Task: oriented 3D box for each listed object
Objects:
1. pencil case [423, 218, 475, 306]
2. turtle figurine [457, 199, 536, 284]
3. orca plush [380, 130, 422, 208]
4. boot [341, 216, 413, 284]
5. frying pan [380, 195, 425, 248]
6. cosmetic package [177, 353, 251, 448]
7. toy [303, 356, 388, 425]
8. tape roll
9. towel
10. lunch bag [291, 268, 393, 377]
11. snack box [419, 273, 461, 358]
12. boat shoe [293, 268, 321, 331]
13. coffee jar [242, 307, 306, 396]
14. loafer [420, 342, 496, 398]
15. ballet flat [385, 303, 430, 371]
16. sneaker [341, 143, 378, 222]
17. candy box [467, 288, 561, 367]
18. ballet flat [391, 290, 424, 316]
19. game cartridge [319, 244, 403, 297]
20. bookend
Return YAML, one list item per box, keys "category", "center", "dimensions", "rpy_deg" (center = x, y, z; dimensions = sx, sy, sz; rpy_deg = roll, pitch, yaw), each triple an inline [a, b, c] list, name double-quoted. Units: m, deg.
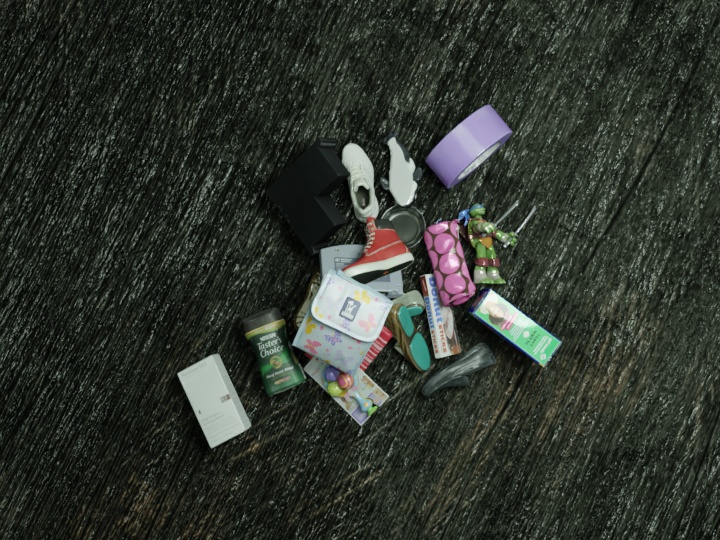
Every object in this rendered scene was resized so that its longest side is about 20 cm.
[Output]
- category: "pencil case"
  center: [0.215, -0.018, 1.597]
  dimensions: [0.093, 0.091, 0.202]
  rpy_deg: [-18, 76, 15]
- category: "turtle figurine"
  center: [0.329, -0.067, 1.595]
  dimensions: [0.198, 0.144, 0.196]
  rpy_deg: [-2, 88, 7]
- category: "orca plush"
  center: [0.099, -0.239, 1.664]
  dimensions: [0.105, 0.071, 0.201]
  rpy_deg: [-31, 66, 11]
- category: "boot"
  center: [0.015, -0.052, 1.583]
  dimensions: [0.199, 0.072, 0.145]
  rpy_deg: [-19, 72, -34]
- category: "frying pan"
  center: [0.084, -0.137, 1.670]
  dimensions: [0.114, 0.031, 0.191]
  rpy_deg: [-33, 74, -1]
- category: "cosmetic package"
  center: [-0.357, 0.317, 1.641]
  dimensions: [0.101, 0.074, 0.201]
  rpy_deg: [-27, 86, 0]
- category: "toy"
  center: [-0.042, 0.278, 1.618]
  dimensions: [0.200, 0.047, 0.115]
  rpy_deg: [42, 113, 2]
- category: "tape roll"
  center: [0.256, -0.291, 1.587]
  dimensions: [0.200, 0.200, 0.085]
  rpy_deg: [-40, 85, 0]
- category: "towel"
  center: [-0.029, 0.177, 1.622]
  dimensions: [0.144, 0.022, 0.201]
  rpy_deg: [40, 114, 5]
- category: "lunch bag"
  center: [-0.040, 0.112, 1.510]
  dimensions: [0.169, 0.127, 0.201]
  rpy_deg: [28, 117, -3]
- category: "snack box"
  center: [0.194, 0.107, 1.629]
  dimensions: [0.071, 0.024, 0.202]
  rpy_deg: [-7, 84, -38]
- category: "boat shoe"
  center: [-0.101, 0.064, 1.647]
  dimensions: [0.074, 0.066, 0.201]
  rpy_deg: [33, 80, 3]
- category: "coffee jar"
  center: [-0.213, 0.195, 1.635]
  dimensions: [0.103, 0.085, 0.202]
  rpy_deg: [-22, 84, 1]
- category: "loafer"
  center: [0.236, 0.250, 1.612]
  dimensions: [0.200, 0.068, 0.071]
  rpy_deg: [-34, 75, -3]
- category: "ballet flat"
  center: [0.104, 0.160, 1.612]
  dimensions: [0.072, 0.201, 0.068]
  rpy_deg: [0, 42, 39]
- category: "sneaker"
  center: [0.001, -0.223, 1.647]
  dimensions: [0.077, 0.099, 0.202]
  rpy_deg: [-17, 85, 2]
- category: "candy box"
  center: [0.354, 0.129, 1.564]
  dimensions: [0.199, 0.169, 0.077]
  rpy_deg: [35, 92, 5]
- category: "ballet flat"
  center: [0.059, 0.099, 1.644]
  dimensions: [0.198, 0.068, 0.064]
  rpy_deg: [-18, 56, 7]
- category: "game cartridge"
  center: [0.000, 0.000, 1.619]
  dimensions: [0.198, 0.041, 0.134]
  rpy_deg: [3, 60, -13]
- category: "bookend"
  center: [-0.090, -0.179, 1.616]
  dimensions: [0.200, 0.092, 0.199]
  rpy_deg: [-40, 82, 23]
